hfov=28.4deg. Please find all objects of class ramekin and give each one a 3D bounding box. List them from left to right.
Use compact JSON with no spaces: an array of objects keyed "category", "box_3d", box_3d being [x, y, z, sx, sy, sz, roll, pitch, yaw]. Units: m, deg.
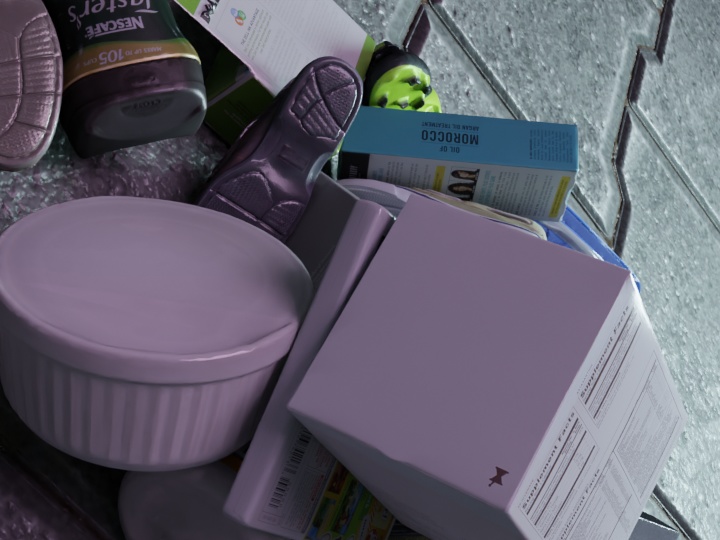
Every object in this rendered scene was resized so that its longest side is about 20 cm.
[{"category":"ramekin","box_3d":[-0.132,0.040,0.875,0.202,0.201,0.095,-32,140,-54]}]

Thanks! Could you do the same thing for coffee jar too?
[{"category":"coffee jar","box_3d":[-0.179,-0.180,0.989,0.104,0.085,0.201,-15,76,-22]}]

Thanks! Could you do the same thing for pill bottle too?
[{"category":"pill bottle","box_3d":[-0.067,0.124,0.966,0.117,0.116,0.200,59,35,-11]}]

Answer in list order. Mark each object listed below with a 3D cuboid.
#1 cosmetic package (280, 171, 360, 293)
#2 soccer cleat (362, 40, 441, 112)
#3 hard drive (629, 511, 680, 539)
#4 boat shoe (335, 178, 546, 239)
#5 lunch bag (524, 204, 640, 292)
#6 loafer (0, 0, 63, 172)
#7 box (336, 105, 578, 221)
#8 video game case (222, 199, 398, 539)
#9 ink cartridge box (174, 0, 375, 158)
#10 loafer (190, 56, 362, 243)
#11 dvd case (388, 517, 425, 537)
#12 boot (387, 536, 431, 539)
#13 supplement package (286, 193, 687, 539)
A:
[{"category":"cosmetic package","box_3d":[0.000,0.000,1.059,0.107,0.200,0.090,38,88,-32]},{"category":"soccer cleat","box_3d":[0.027,-0.169,1.262,0.081,0.067,0.200,58,6,8]},{"category":"hard drive","box_3d":[0.139,0.255,0.994,0.139,0.033,0.201,26,91,-49]},{"category":"boat shoe","box_3d":[0.060,-0.031,1.190,0.062,0.198,0.073,-51,157,-65]},{"category":"lunch bag","box_3d":[0.156,0.020,1.298,0.200,0.135,0.133,43,40,-26]},{"category":"loafer","box_3d":[-0.241,-0.158,0.944,0.071,0.063,0.202,-9,79,-19]},{"category":"box","box_3d":[0.080,-0.090,1.207,0.198,0.082,0.050,5,60,-2]},{"category":"video game case","box_3d":[0.004,0.077,0.895,0.182,0.023,0.201,34,78,-58]},{"category":"ink cartridge box","box_3d":[-0.093,-0.190,1.145,0.200,0.076,0.148,41,43,-24]},{"category":"loafer","box_3d":[-0.071,-0.072,1.062,0.072,0.063,0.201,38,84,-21]},{"category":"dvd case","box_3d":[0.028,0.129,1.060,0.200,0.148,0.016,-55,131,-50]},{"category":"boot","box_3d":[0.057,0.245,0.998,0.073,0.198,0.157,48,32,-68]},{"category":"supplement package","box_3d":[0.085,0.085,0.855,0.151,0.151,0.200,-59,148,-15]}]
